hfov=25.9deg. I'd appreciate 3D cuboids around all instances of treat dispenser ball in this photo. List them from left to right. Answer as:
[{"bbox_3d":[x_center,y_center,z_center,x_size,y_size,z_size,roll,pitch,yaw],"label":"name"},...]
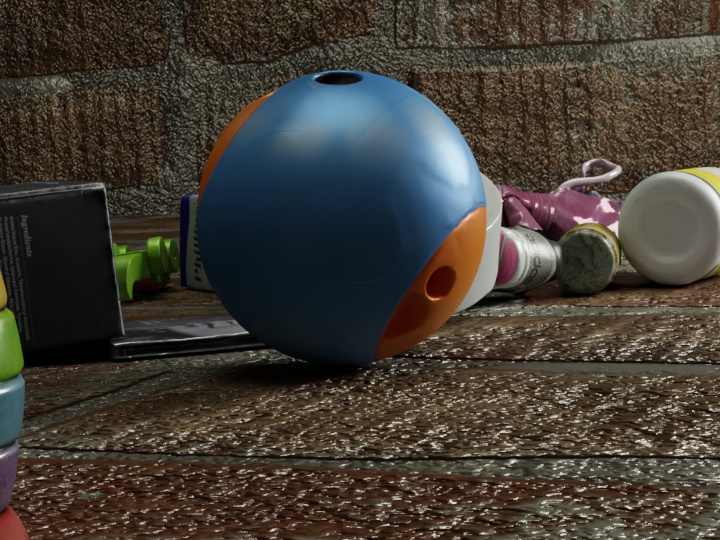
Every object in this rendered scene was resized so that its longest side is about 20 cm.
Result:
[{"bbox_3d":[-0.013,-0.035,1.072,0.200,0.202,0.201,-2,5,0],"label":"treat dispenser ball"}]

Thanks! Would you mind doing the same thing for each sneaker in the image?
[{"bbox_3d":[0.121,-0.008,1.500,0.087,0.074,0.200,6,-3,-29],"label":"sneaker"}]

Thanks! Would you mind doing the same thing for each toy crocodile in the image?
[{"bbox_3d":[-0.234,0.000,1.674,0.067,0.062,0.200,-8,0,3],"label":"toy crocodile"}]

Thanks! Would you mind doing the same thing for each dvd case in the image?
[{"bbox_3d":[-0.115,0.047,1.250,0.199,0.016,0.149,-4,4,-21],"label":"dvd case"}]

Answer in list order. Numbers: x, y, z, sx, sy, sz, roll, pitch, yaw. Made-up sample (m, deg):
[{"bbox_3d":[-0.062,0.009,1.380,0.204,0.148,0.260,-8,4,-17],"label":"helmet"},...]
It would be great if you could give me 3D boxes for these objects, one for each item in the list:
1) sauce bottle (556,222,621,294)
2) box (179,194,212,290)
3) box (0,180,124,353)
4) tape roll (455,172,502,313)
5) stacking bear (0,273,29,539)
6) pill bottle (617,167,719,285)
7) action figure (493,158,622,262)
[{"bbox_3d":[0.229,-0.015,1.566,0.064,0.065,0.200,-1,3,11],"label":"sauce bottle"},{"bbox_3d":[-0.075,-0.035,1.700,0.183,0.106,0.200,-5,5,-33],"label":"box"},{"bbox_3d":[-0.306,0.000,1.205,0.196,0.125,0.200,-11,8,-22],"label":"box"},{"bbox_3d":[0.023,-0.034,1.374,0.201,0.071,0.203,1,31,-1],"label":"tape roll"},{"bbox_3d":[-0.176,0.013,0.555,0.121,0.201,0.114,-2,5,10],"label":"stacking bear"},{"bbox_3d":[0.345,-0.049,1.602,0.112,0.113,0.200,0,5,28],"label":"pill bottle"},{"bbox_3d":[0.198,-0.062,1.722,0.199,0.150,0.134,11,6,-22],"label":"action figure"}]
